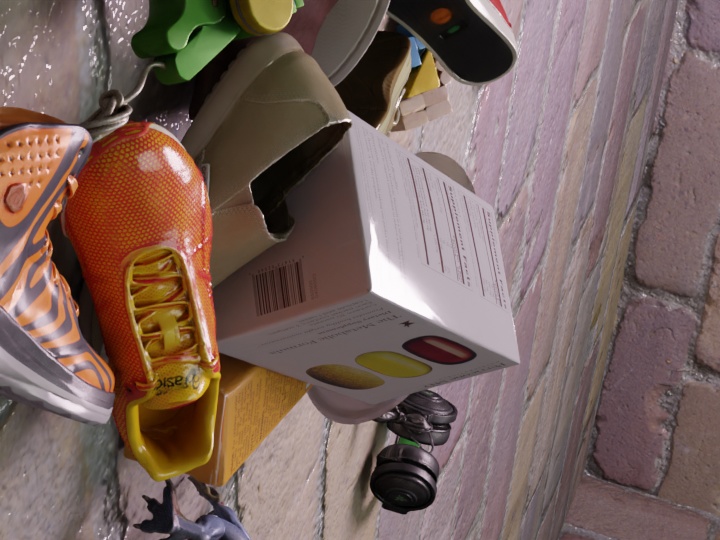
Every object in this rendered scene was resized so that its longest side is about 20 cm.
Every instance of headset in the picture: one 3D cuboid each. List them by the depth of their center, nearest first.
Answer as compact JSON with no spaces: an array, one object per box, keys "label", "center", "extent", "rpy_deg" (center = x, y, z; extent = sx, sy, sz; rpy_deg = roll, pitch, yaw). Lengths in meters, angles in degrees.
[{"label":"headset","center":[0.039,0.167,1.498],"extent":[0.200,0.094,0.124],"rpy_deg":[108,-2,-73]}]

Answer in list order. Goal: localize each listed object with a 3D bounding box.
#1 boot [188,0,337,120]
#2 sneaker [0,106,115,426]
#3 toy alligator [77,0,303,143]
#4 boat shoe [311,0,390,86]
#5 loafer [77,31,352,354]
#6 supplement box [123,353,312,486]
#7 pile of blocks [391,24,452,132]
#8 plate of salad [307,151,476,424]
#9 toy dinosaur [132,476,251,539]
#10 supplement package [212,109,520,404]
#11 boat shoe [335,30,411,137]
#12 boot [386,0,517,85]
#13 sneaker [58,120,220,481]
[{"label":"boot","center":[-0.057,-0.154,0.794],"extent":[0.200,0.072,0.167],"rpy_deg":[-10,120,-66]},{"label":"sneaker","center":[-0.138,-0.005,0.640],"extent":[0.200,0.077,0.112],"rpy_deg":[58,51,-70]},{"label":"toy alligator","center":[-0.070,-0.125,0.691],"extent":[0.200,0.059,0.054],"rpy_deg":[-42,117,-39]},{"label":"boat shoe","center":[-0.011,-0.207,0.910],"extent":[0.060,0.074,0.201],"rpy_deg":[-82,-178,-69]},{"label":"loafer","center":[-0.075,-0.027,0.793],"extent":[0.200,0.068,0.076],"rpy_deg":[-58,163,5]},{"label":"supplement box","center":[-0.072,0.056,0.956],"extent":[0.200,0.066,0.069],"rpy_deg":[-48,150,-60]},{"label":"pile of blocks","center":[0.058,-0.199,1.211],"extent":[0.062,0.082,0.200],"rpy_deg":[2,-120,62]},{"label":"plate of salad","center":[0.023,0.014,1.072],"extent":[0.048,0.200,0.201],"rpy_deg":[24,79,-31]},{"label":"toy dinosaur","center":[-0.083,0.204,0.930],"extent":[0.181,0.200,0.105],"rpy_deg":[38,82,-40]},{"label":"supplement package","center":[0.000,0.000,0.908],"extent":[0.200,0.114,0.110],"rpy_deg":[25,52,-57]},{"label":"boat shoe","center":[-0.012,-0.092,1.017],"extent":[0.201,0.073,0.063],"rpy_deg":[-66,160,-53]},{"label":"boot","center":[0.042,-0.240,1.084],"extent":[0.200,0.072,0.145],"rpy_deg":[45,29,-48]},{"label":"sneaker","center":[-0.091,0.016,0.719],"extent":[0.073,0.077,0.200],"rpy_deg":[-21,136,-17]}]
